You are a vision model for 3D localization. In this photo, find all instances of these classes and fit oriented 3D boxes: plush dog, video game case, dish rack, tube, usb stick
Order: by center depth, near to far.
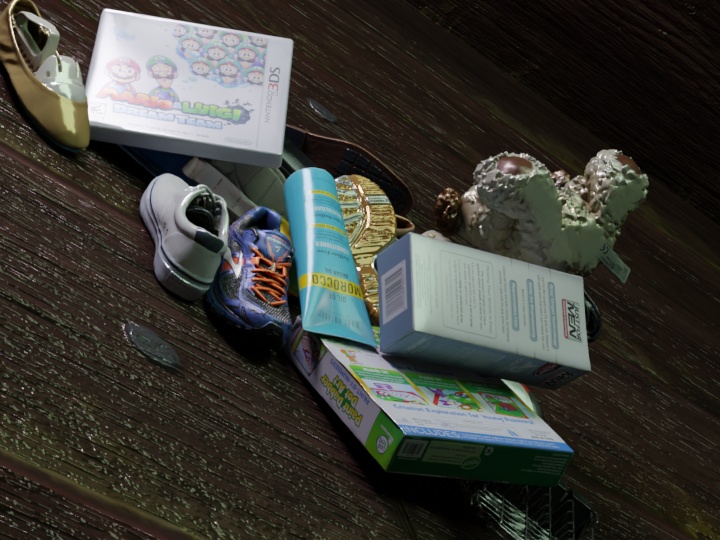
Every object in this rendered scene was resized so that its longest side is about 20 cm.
[{"bbox_3d":[0.150,0.223,1.656,0.153,0.055,0.200,37,17,-6],"label":"dish rack"},{"bbox_3d":[-0.034,-0.010,1.690,0.077,0.050,0.200,11,42,-24],"label":"tube"},{"bbox_3d":[-0.170,-0.183,1.815,0.199,0.024,0.183,8,45,-6],"label":"video game case"},{"bbox_3d":[0.172,-0.049,1.862,0.199,0.161,0.172,-4,14,-30],"label":"plush dog"},{"bbox_3d":[-0.117,-0.150,1.881,0.200,0.033,0.055,44,23,6],"label":"usb stick"}]

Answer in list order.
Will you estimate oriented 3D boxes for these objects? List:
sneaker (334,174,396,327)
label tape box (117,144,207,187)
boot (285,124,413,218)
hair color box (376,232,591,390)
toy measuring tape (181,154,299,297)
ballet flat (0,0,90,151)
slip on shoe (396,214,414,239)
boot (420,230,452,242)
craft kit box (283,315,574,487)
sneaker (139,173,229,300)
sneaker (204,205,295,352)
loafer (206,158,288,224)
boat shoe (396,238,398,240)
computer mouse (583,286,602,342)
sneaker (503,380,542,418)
[{"bbox_3d":[0.000,0.000,1.814,0.075,0.088,0.201,-2,56,-19],"label":"sneaker"},{"bbox_3d":[-0.187,-0.147,1.881,0.143,0.066,0.200,40,13,-2],"label":"label tape box"},{"bbox_3d":[-0.027,-0.122,2.138,0.199,0.075,0.097,26,10,1],"label":"boot"},{"bbox_3d":[0.114,0.040,1.685,0.199,0.061,0.099,14,61,-29],"label":"hair color box"},{"bbox_3d":[-0.094,-0.034,1.761,0.200,0.074,0.074,42,15,-8],"label":"toy measuring tape"},{"bbox_3d":[-0.302,-0.193,1.735,0.068,0.063,0.200,11,31,-45],"label":"ballet flat"},{"bbox_3d":[-0.019,-0.061,2.041,0.200,0.061,0.076,29,19,-36],"label":"slip on shoe"},{"bbox_3d":[0.104,0.022,1.851,0.155,0.072,0.200,39,7,16],"label":"boot"},{"bbox_3d":[0.059,0.117,1.636,0.199,0.049,0.198,11,26,-36],"label":"craft kit box"},{"bbox_3d":[-0.150,-0.045,1.661,0.073,0.071,0.200,32,17,-26],"label":"sneaker"},{"bbox_3d":[-0.095,0.001,1.649,0.075,0.079,0.200,29,19,-27],"label":"sneaker"},{"bbox_3d":[-0.089,-0.052,1.844,0.200,0.072,0.063,47,-6,-22],"label":"loafer"},{"bbox_3d":[-0.027,-0.043,1.958,0.200,0.072,0.065,23,27,-32],"label":"boat shoe"},{"bbox_3d":[0.156,0.034,1.967,0.053,0.200,0.139,3,69,-51],"label":"computer mouse"},{"bbox_3d":[0.088,0.101,1.833,0.108,0.067,0.201,19,22,-50],"label":"sneaker"}]
